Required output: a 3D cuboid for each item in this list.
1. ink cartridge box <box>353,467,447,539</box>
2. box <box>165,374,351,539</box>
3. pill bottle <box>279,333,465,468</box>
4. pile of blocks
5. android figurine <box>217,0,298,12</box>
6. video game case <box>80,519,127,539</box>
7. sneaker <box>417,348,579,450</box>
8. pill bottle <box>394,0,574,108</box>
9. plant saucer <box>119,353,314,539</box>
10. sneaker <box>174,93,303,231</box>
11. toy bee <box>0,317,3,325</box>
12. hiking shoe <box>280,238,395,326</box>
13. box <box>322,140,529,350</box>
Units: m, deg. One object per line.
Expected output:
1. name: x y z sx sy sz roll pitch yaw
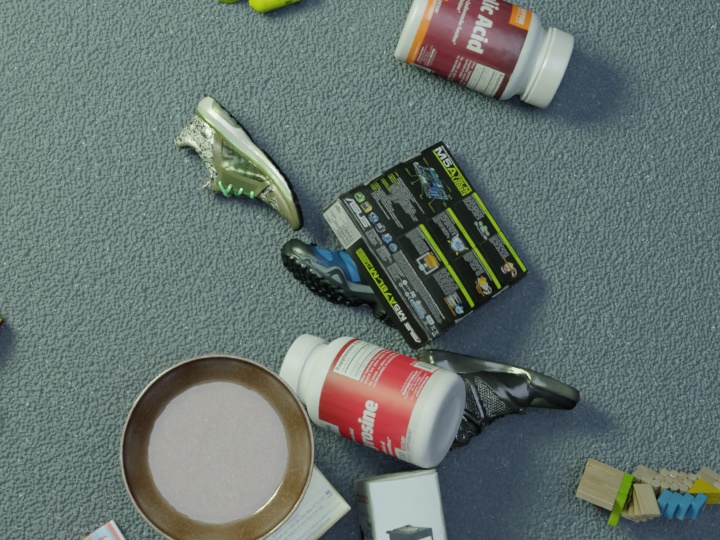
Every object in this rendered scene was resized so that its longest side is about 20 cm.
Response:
1. ink cartridge box: 0.051 0.331 1.439 0.082 0.146 0.201 -7 82 -8
2. box: -0.116 0.219 1.420 0.097 0.176 0.200 -39 88 -9
3. pill bottle: 0.011 0.143 1.453 0.199 0.112 0.113 18 79 23
4. pile of blocks: 0.350 0.280 1.518 0.199 0.062 0.082 4 39 -4
5. android figurine: -0.135 -0.410 1.580 0.199 0.041 0.183 -18 84 -10
6. video game case: -0.331 0.402 1.450 0.200 0.017 0.143 -33 86 -10
7. sneaker: 0.158 0.165 1.513 0.198 0.076 0.115 10 83 -2
8. pill bottle: 0.152 -0.278 1.554 0.199 0.114 0.115 20 80 -3
9. plant saucer: -0.148 0.189 1.314 0.199 0.037 0.202 1 82 -5
10. sneaker: -0.147 -0.114 1.528 0.089 0.077 0.200 -42 83 3
11. toy bee: -0.490 0.112 1.429 0.130 0.109 0.201 27 80 -4
12. hiking shoe: 0.000 0.000 1.526 0.199 0.074 0.087 25 72 -12
13. box: 0.081 -0.034 1.506 0.193 0.047 0.200 -32 86 -40
